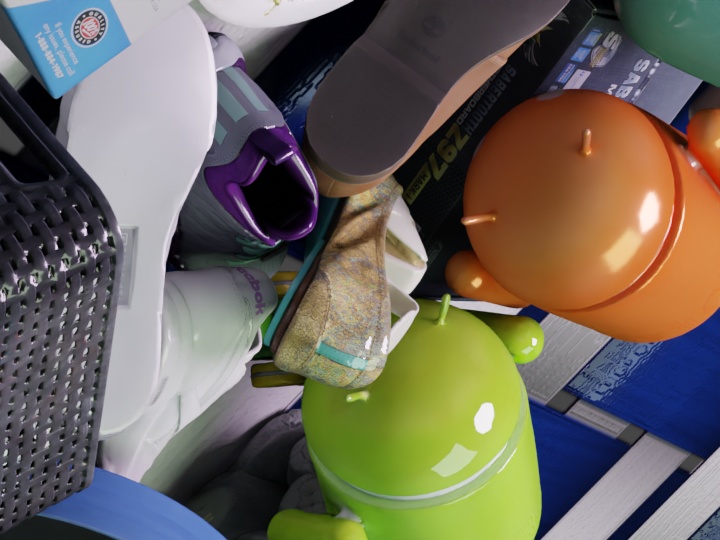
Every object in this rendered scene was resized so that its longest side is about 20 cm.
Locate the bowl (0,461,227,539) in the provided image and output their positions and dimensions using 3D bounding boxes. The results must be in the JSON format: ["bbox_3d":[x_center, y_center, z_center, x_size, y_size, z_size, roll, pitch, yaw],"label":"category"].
[{"bbox_3d":[-0.145,0.159,1.453,0.201,0.200,0.039,97,8,-54],"label":"bowl"}]

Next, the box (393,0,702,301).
[{"bbox_3d":[0.096,-0.071,1.567,0.200,0.051,0.158,-53,153,21],"label":"box"}]

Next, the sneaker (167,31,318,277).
[{"bbox_3d":[-0.055,-0.026,1.379,0.074,0.088,0.200,-37,154,-11],"label":"sneaker"}]

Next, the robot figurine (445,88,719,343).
[{"bbox_3d":[0.128,-0.029,1.487,0.200,0.143,0.117,20,82,-59],"label":"robot figurine"}]

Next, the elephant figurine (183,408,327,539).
[{"bbox_3d":[-0.006,0.188,1.676,0.142,0.155,0.200,-54,128,-16],"label":"elephant figurine"}]

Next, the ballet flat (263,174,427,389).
[{"bbox_3d":[0.000,0.000,1.411,0.071,0.071,0.200,-55,-172,25],"label":"ballet flat"}]

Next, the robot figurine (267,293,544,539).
[{"bbox_3d":[0.033,0.095,1.514,0.176,0.116,0.200,-47,149,-22],"label":"robot figurine"}]

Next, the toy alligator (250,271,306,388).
[{"bbox_3d":[-0.028,0.032,1.558,0.054,0.060,0.200,-6,176,31],"label":"toy alligator"}]

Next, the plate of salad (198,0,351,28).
[{"bbox_3d":[0.009,-0.179,1.278,0.200,0.048,0.200,-32,152,-19],"label":"plate of salad"}]

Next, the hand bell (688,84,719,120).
[{"bbox_3d":[0.185,-0.057,1.707,0.200,0.104,0.104,-38,158,23],"label":"hand bell"}]

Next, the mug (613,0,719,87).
[{"bbox_3d":[0.187,-0.163,1.455,0.185,0.114,0.152,115,-2,-61],"label":"mug"}]

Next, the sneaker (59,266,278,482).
[{"bbox_3d":[-0.101,0.063,1.435,0.099,0.075,0.200,-17,159,-34],"label":"sneaker"}]

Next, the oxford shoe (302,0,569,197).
[{"bbox_3d":[0.038,-0.113,1.401,0.200,0.071,0.071,-45,175,-19],"label":"oxford shoe"}]

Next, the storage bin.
[{"bbox_3d":[-0.181,0.016,1.210,0.094,0.135,0.200,-27,151,-30],"label":"storage bin"}]

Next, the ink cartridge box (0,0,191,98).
[{"bbox_3d":[-0.073,-0.175,1.126,0.200,0.068,0.116,-37,145,-10],"label":"ink cartridge box"}]

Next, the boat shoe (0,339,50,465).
[{"bbox_3d":[-0.221,0.089,1.346,0.201,0.070,0.072,-36,157,-8],"label":"boat shoe"}]

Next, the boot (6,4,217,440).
[{"bbox_3d":[-0.122,-0.030,1.304,0.073,0.096,0.201,9,97,-28],"label":"boot"}]
